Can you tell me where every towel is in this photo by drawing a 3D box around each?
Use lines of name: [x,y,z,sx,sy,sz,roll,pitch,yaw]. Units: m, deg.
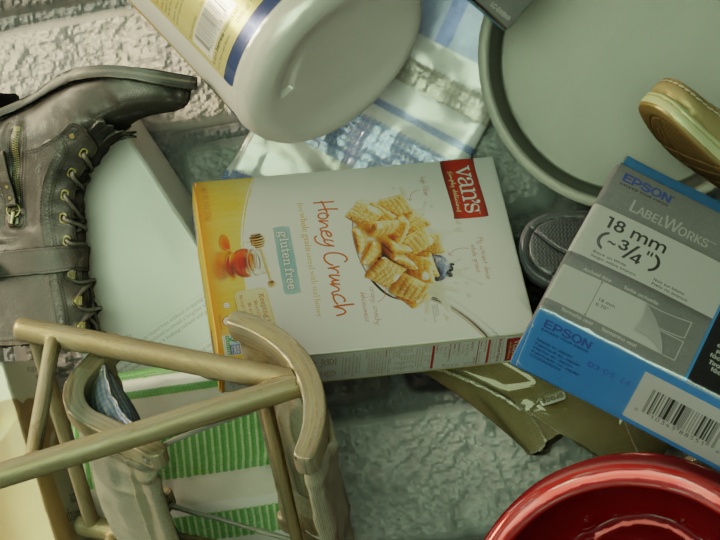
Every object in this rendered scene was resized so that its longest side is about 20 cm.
towel: [-0.101,0.147,1.551,0.152,0.023,0.200,-9,118,10]
towel: [0.009,-0.106,1.585,0.147,0.024,0.200,28,93,9]

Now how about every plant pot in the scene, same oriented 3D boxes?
plant pot: [0.162,0.201,1.400,0.200,0.182,0.201,0,93,7]

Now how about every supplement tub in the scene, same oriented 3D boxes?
supplement tub: [-0.071,-0.193,1.524,0.144,0.144,0.200,-46,64,6]

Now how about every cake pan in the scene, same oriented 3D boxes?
cake pan: [0.177,-0.138,1.539,0.200,0.037,0.201,0,92,6]

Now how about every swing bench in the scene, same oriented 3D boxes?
swing bench: [-0.100,0.134,1.435,0.200,0.199,0.130,-3,45,6]

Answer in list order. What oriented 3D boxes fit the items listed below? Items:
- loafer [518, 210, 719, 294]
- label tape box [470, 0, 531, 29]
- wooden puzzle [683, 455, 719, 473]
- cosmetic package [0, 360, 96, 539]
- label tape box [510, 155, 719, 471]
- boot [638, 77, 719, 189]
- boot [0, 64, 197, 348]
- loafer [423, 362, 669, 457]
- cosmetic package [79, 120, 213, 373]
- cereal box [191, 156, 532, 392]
loafer: [0.199,0.000,1.533,0.200,0.063,0.072,7,72,0]
label tape box: [0.105,-0.272,1.509,0.200,0.063,0.144,-50,43,6]
wooden puzzle: [0.204,0.236,1.507,0.185,0.037,0.200,-33,88,8]
cosmetic package: [-0.224,0.164,1.580,0.071,0.105,0.200,-19,87,9]
label tape box: [0.196,0.005,1.428,0.144,0.063,0.200,27,51,6]
boot: [0.280,-0.108,1.478,0.200,0.072,0.155,30,92,-26]
boot: [-0.185,-0.036,1.522,0.200,0.069,0.174,-10,88,18]
loafer: [0.109,0.084,1.533,0.200,0.076,0.068,17,85,11]
cosmetic package: [-0.156,-0.008,1.584,0.113,0.081,0.200,-32,82,8]
cereal box: [0.000,0.000,1.506,0.200,0.040,0.144,-6,54,-8]
